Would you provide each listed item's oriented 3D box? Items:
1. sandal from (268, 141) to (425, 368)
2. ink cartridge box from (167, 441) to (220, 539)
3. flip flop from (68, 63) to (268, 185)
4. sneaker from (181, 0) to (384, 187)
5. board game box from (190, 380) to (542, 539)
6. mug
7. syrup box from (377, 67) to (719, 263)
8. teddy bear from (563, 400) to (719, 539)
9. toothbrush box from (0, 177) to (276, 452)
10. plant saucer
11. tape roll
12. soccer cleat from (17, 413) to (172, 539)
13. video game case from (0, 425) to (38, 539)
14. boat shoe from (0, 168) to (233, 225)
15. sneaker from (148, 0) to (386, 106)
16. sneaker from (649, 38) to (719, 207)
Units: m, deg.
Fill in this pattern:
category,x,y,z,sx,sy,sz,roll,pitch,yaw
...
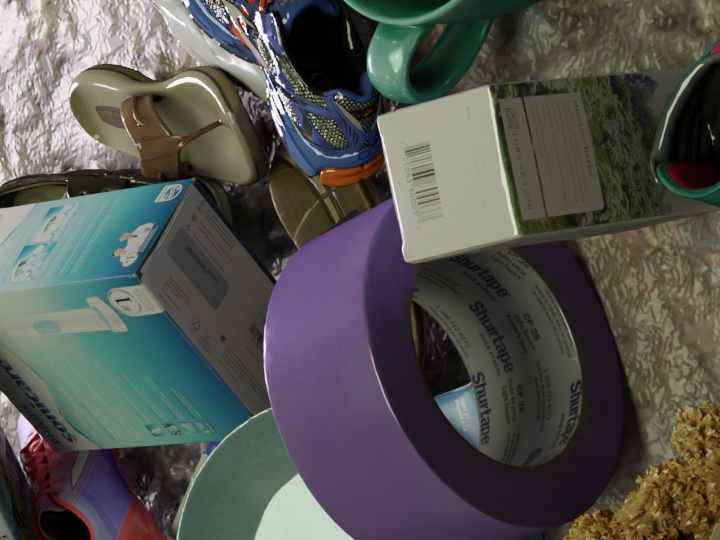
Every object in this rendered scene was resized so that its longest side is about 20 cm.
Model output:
category,x,y,z,sx,sy,sz,roll,pitch,yaw
sandal,0.000,0.000,1.715,0.080,0.054,0.201,-32,58,26
ink cartridge box,-0.074,0.199,1.819,0.119,0.042,0.201,41,124,29
flip flop,-0.126,-0.086,1.785,0.200,0.058,0.081,14,133,48
sneaker,-0.041,-0.147,1.657,0.200,0.075,0.079,53,154,18
board game box,0.009,0.165,1.705,0.199,0.037,0.152,-20,83,26
mug,0.050,-0.204,1.595,0.152,0.114,0.185,55,128,21
syrup box,0.107,-0.057,1.506,0.081,0.200,0.079,-13,87,41
teddy bear,0.199,0.113,1.499,0.200,0.145,0.067,-47,32,35
toothbrush box,-0.148,0.032,1.784,0.199,0.085,0.147,-9,131,42
plant saucer,-0.013,0.173,1.675,0.200,0.039,0.202,1,92,25
tape roll,0.047,0.057,1.579,0.085,0.200,0.201,-27,78,41
soccer cleat,-0.189,0.141,1.867,0.200,0.076,0.067,51,128,46
video game case,-0.246,0.103,1.826,0.018,0.143,0.201,-23,109,1
boat shoe,-0.169,-0.030,1.852,0.200,0.066,0.072,4,99,42
sneaker,-0.059,-0.139,1.744,0.200,0.076,0.081,46,147,23
sneaker,0.209,-0.032,1.471,0.083,0.120,0.201,-10,90,43
